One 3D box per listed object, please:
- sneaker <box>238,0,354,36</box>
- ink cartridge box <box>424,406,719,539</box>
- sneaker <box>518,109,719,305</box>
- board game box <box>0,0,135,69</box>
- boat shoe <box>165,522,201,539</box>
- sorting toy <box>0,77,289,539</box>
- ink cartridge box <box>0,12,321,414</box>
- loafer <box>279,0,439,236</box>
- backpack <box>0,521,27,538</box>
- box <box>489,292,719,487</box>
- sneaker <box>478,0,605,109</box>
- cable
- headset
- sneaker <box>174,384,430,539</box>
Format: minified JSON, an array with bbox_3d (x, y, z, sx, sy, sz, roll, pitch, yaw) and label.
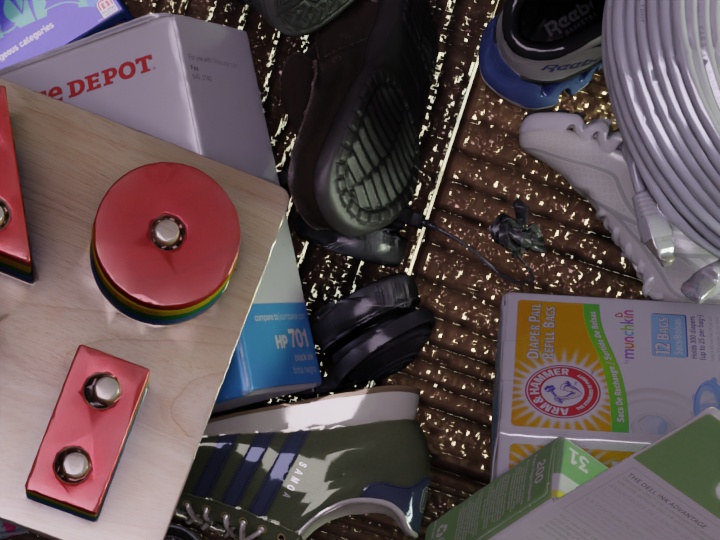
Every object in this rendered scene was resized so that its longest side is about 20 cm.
[{"bbox_3d":[-0.005,-0.213,1.041,0.199,0.076,0.114,-38,51,-19],"label":"sneaker"},{"bbox_3d":[0.145,0.131,0.898,0.145,0.048,0.200,35,129,-19],"label":"ink cartridge box"},{"bbox_3d":[0.167,-0.020,1.020,0.200,0.075,0.081,31,97,6],"label":"sneaker"},{"bbox_3d":[-0.244,-0.185,1.073,0.152,0.045,0.200,-33,83,1],"label":"board game box"},{"bbox_3d":[-0.111,0.211,0.975,0.071,0.064,0.200,14,51,-6],"label":"boat shoe"},{"bbox_3d":[-0.156,0.012,0.882,0.200,0.070,0.199,21,76,-3],"label":"sorting toy"},{"bbox_3d":[-0.118,-0.018,1.006,0.146,0.086,0.200,-15,82,27],"label":"ink cartridge box"},{"bbox_3d":[-0.008,-0.083,1.000,0.071,0.200,0.073,-10,123,21],"label":"loafer"},{"bbox_3d":[-0.267,0.076,0.979,0.150,0.178,0.200,-20,80,21],"label":"backpack"},{"bbox_3d":[0.167,0.088,0.969,0.200,0.113,0.101,4,130,5],"label":"box"},{"bbox_3d":[0.149,-0.167,1.009,0.199,0.115,0.081,-41,85,0],"label":"sneaker"},{"bbox_3d":[0.206,-0.101,0.947,0.200,0.069,0.200,-20,91,-38],"label":"cable"},{"bbox_3d":[0.000,0.000,1.015,0.200,0.094,0.124,-10,85,14],"label":"headset"},{"bbox_3d":[-0.058,0.122,1.018,0.200,0.067,0.090,-10,81,-3],"label":"sneaker"}]
